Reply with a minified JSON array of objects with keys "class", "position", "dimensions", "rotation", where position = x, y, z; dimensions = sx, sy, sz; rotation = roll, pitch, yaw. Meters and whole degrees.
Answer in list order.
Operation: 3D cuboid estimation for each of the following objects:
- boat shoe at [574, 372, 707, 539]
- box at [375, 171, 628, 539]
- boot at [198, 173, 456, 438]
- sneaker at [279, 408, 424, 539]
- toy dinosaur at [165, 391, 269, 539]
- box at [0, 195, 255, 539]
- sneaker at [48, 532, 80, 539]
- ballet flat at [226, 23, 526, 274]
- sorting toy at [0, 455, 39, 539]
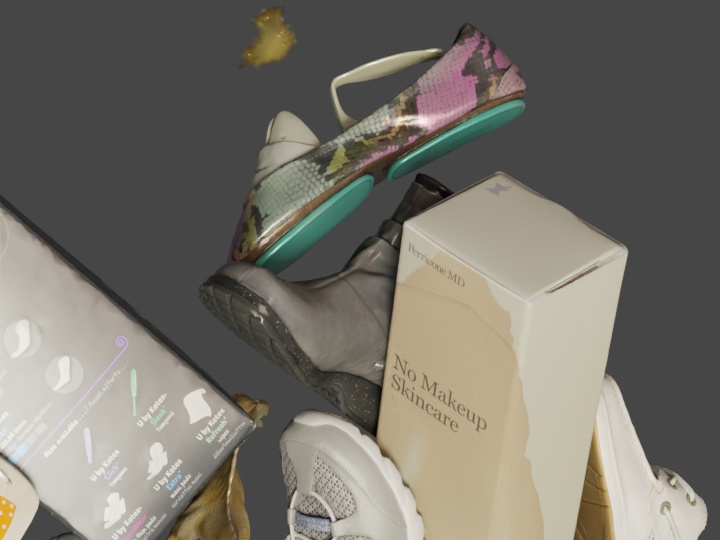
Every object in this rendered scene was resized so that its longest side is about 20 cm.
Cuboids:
[{"class":"boat shoe","position":[0.160,0.139,1.455],"dimensions":[0.069,0.071,0.200],"rotation":[-21,112,-13]},{"class":"box","position":[0.069,0.060,1.350],"dimensions":[0.078,0.095,0.200],"rotation":[-27,137,-37]},{"class":"boot","position":[0.000,0.000,1.350],"dimensions":[0.070,0.200,0.132],"rotation":[36,88,26]},{"class":"sneaker","position":[-0.011,0.172,1.377],"dimensions":[0.082,0.075,0.200],"rotation":[-24,107,-38]},{"class":"toy dinosaur","position":[-0.075,0.131,1.331],"dimensions":[0.058,0.200,0.101],"rotation":[15,113,-12]},{"class":"box","position":[-0.168,0.044,1.318],"dimensions":[0.200,0.122,0.106],"rotation":[42,86,-17]},{"class":"sneaker","position":[-0.094,0.219,1.383],"dimensions":[0.200,0.088,0.074],"rotation":[34,88,-17]},{"class":"ballet flat","position":[-0.004,-0.067,1.383],"dimensions":[0.200,0.069,0.071],"rotation":[-34,80,-16]},{"class":"sorting toy","position":[-0.294,0.124,1.244],"dimensions":[0.200,0.107,0.180],"rotation":[-31,116,34]}]
